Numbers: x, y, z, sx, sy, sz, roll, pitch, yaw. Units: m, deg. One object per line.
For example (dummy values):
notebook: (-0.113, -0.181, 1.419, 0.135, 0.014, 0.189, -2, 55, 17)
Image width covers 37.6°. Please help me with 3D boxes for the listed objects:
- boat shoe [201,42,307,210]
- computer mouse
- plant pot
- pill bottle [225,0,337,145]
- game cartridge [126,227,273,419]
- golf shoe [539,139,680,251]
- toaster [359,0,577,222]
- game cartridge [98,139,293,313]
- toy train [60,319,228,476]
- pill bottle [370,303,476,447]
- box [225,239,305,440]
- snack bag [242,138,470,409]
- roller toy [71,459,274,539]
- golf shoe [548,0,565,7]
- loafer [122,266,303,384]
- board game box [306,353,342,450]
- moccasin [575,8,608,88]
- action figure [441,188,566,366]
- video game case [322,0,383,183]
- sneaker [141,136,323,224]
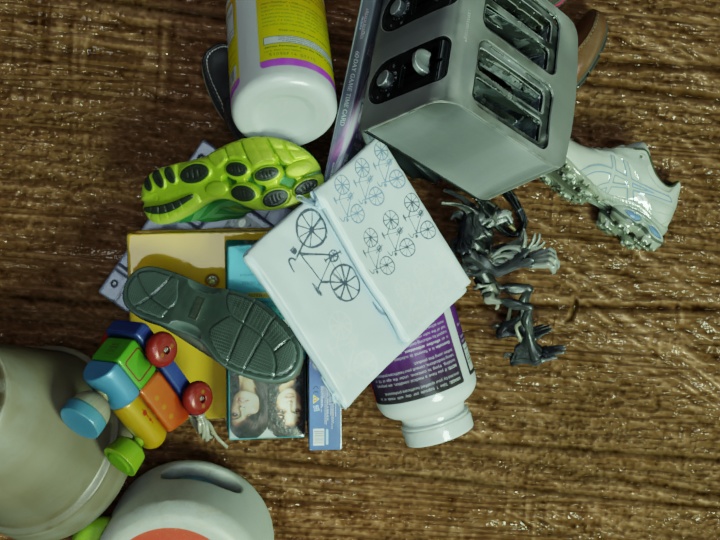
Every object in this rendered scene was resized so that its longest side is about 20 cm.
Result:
boat shoe: (-0.104, -0.158, 1.112, 0.072, 0.065, 0.201, -28, 85, -5)
computer mouse: (0.104, -0.104, 1.154, 0.199, 0.034, 0.059, 35, 89, -8)
plant pot: (-0.346, 0.149, 1.033, 0.198, 0.174, 0.202, -7, 65, 15)
pill bottle: (-0.082, -0.229, 1.063, 0.103, 0.105, 0.201, -5, 57, -4)
game cartridge: (-0.156, 0.057, 1.121, 0.175, 0.032, 0.202, -1, 100, -9)
golf shoe: (0.264, -0.109, 1.145, 0.199, 0.078, 0.098, 35, 83, -22)
toaster: (0.111, -0.178, 1.015, 0.199, 0.118, 0.182, 27, 62, -32)
game cartridge: (-0.173, -0.022, 1.144, 0.129, 0.038, 0.201, 35, 91, -1)
toy train: (-0.204, 0.155, 1.043, 0.116, 0.084, 0.201, -55, 132, -34)
pill bottle: (0.055, 0.080, 1.125, 0.112, 0.112, 0.202, -17, 94, -3)
box: (-0.098, 0.070, 1.092, 0.081, 0.049, 0.202, -1, 99, -9)
snack bag: (0.000, 0.000, 1.017, 0.200, 0.021, 0.189, -41, 109, -28)
roller toy: (-0.181, 0.303, 1.110, 0.182, 0.140, 0.201, -32, 102, 7)
golf shoe: (0.136, -0.278, 1.118, 0.199, 0.088, 0.077, -35, 88, -1)
loafer: (-0.138, 0.054, 1.039, 0.199, 0.063, 0.072, 25, 76, 16)
board game box: (-0.039, 0.073, 1.107, 0.034, 0.135, 0.202, 0, 94, -4)
moccasin: (0.184, -0.206, 1.141, 0.201, 0.074, 0.078, -44, 104, 9)
action figure: (0.157, -0.005, 1.120, 0.101, 0.119, 0.201, -22, 111, 9)
video game case: (0.005, -0.177, 1.091, 0.019, 0.143, 0.202, 13, 93, 12)
sneaker: (-0.124, -0.090, 1.063, 0.198, 0.083, 0.075, -6, 92, 24)
